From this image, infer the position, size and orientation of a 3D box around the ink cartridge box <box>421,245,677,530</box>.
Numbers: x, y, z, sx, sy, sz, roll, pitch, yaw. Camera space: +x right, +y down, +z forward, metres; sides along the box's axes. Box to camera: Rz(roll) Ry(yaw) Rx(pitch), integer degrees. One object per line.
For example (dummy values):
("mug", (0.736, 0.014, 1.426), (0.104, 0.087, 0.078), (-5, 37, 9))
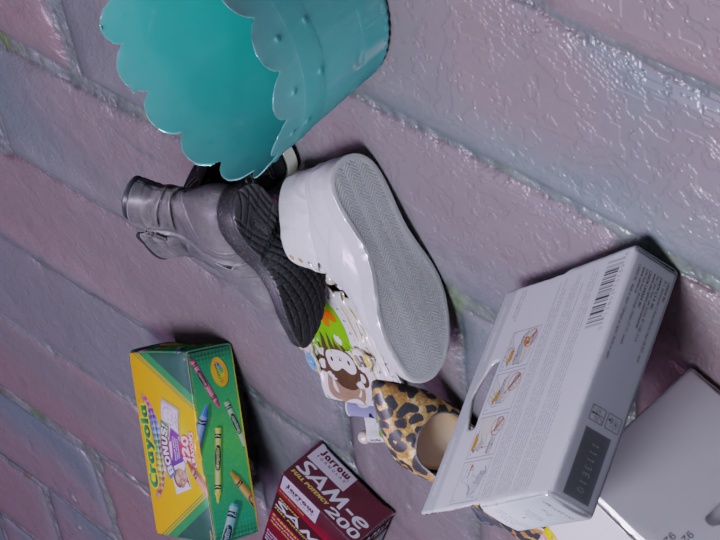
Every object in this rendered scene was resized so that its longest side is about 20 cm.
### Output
("ink cartridge box", (0.135, 0.092, 1.358), (0.043, 0.200, 0.173), (31, 156, -18))

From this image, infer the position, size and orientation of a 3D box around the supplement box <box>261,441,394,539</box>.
("supplement box", (-0.039, 0.273, 1.933), (0.109, 0.061, 0.200), (42, 148, 17))

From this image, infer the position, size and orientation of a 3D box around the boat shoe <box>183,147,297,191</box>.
("boat shoe", (-0.126, -0.074, 1.670), (0.072, 0.068, 0.200), (52, 152, -4))

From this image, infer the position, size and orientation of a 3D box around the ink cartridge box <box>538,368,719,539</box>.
("ink cartridge box", (0.228, 0.204, 1.400), (0.145, 0.147, 0.200), (42, 149, 16))

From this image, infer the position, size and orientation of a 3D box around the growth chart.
("growth chart", (-0.014, 0.080, 1.731), (0.200, 0.018, 0.145), (59, 149, -8))

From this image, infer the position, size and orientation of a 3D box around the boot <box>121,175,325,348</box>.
("boot", (-0.117, -0.014, 1.638), (0.131, 0.070, 0.200), (5, 140, 31))

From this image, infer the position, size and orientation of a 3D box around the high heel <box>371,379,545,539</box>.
("high heel", (0.101, 0.162, 1.596), (0.200, 0.071, 0.142), (47, 161, -26))

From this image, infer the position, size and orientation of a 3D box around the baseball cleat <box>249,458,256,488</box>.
("baseball cleat", (-0.171, 0.240, 2.070), (0.106, 0.070, 0.200), (41, 148, 17))

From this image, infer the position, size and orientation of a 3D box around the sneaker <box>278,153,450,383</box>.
("sneaker", (0.000, 0.000, 1.577), (0.115, 0.074, 0.201), (-6, 108, 58))

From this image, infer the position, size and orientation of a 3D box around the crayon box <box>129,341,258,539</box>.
("crayon box", (-0.173, 0.176, 1.944), (0.119, 0.058, 0.201), (-2, 98, 54))

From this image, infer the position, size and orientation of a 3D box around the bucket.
("bucket", (-0.087, -0.187, 1.419), (0.207, 0.135, 0.208), (34, 145, 28))
